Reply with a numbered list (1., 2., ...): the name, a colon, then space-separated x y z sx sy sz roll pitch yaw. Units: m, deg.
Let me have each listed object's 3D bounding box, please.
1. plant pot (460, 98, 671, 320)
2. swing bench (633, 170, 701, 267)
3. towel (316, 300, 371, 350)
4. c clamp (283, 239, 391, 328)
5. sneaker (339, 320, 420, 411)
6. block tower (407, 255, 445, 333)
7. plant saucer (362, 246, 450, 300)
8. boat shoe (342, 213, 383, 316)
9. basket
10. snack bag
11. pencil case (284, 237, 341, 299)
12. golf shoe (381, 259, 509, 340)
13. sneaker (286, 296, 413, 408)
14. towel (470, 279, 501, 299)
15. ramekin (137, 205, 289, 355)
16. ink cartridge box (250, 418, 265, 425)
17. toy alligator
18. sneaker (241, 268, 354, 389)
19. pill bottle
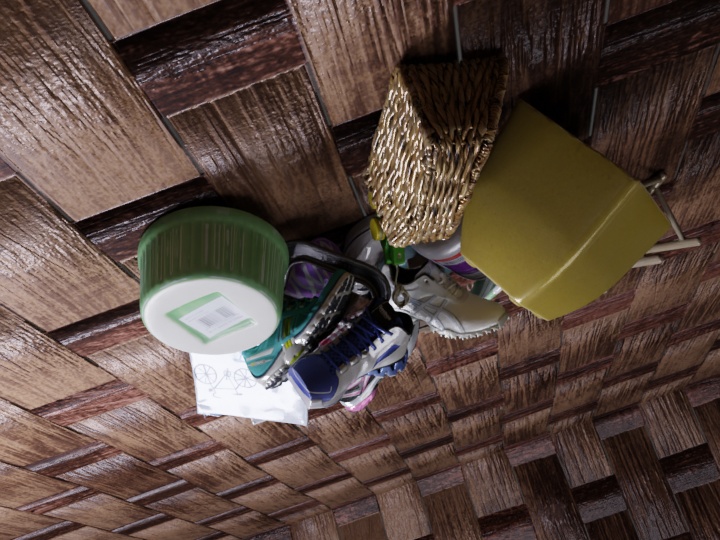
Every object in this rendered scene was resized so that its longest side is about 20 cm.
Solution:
1. plant pot: 0.241 -0.054 1.134 0.202 0.195 0.193 -54 148 8
2. swing bench: 0.389 -0.041 1.392 0.199 0.132 0.197 -33 170 37
3. towel: -0.032 0.099 1.383 0.199 0.030 0.146 -34 177 -36
4. c clamp: -0.059 0.035 1.232 0.196 0.027 0.174 16 125 3
5. sneaker: 0.013 0.129 1.400 0.086 0.080 0.202 29 99 -33
6. block tower: 0.105 0.040 1.417 0.053 0.059 0.201 -17 155 -4
7. plant saucer: 0.072 0.003 1.427 0.196 0.037 0.201 -15 156 -7
8. boat shoe: 0.000 0.000 1.311 0.070 0.071 0.201 2 142 -34
9. basket: 0.104 -0.126 1.018 0.146 0.145 0.201 -9 148 -20
10. snack bag: -0.158 0.137 1.292 0.184 0.022 0.204 4 121 10
11. pencil case: -0.105 0.032 1.301 0.199 0.087 0.083 -36 149 33
12. golf shoe: 0.113 0.036 1.266 0.195 0.099 0.078 7 -153 19
13. sneaker: -0.003 0.094 1.173 0.197 0.081 0.117 -19 142 -38
14. towel: 0.232 -0.019 1.401 0.023 0.154 0.200 36 139 -6
15. ramekin: -0.187 0.021 1.135 0.195 0.099 0.202 -3 143 -2
16. ink cartridge box: -0.101 0.173 1.533 0.196 0.085 0.145 -18 -169 0
17. toy alligator: 0.040 -0.054 1.168 0.058 0.205 0.054 -10 -160 -18
18. sneaker: -0.086 0.069 1.187 0.200 0.080 0.077 -47 165 14
19. pill bottle: 0.148 -0.053 1.266 0.111 0.115 0.199 -28 155 22
